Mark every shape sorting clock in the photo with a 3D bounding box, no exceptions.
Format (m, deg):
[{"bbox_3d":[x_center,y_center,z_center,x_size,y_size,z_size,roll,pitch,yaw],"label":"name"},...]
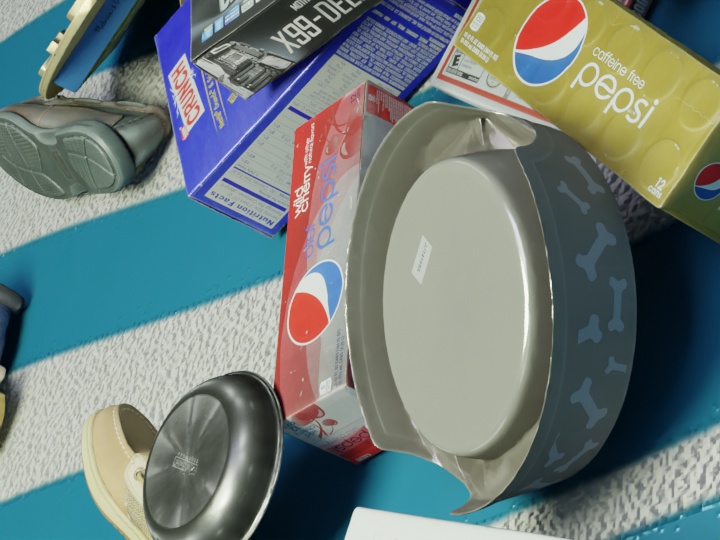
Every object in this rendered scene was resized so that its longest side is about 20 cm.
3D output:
[{"bbox_3d":[-0.168,-0.206,1.595,0.201,0.039,0.200,-55,6,9],"label":"shape sorting clock"}]

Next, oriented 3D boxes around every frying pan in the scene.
[{"bbox_3d":[-0.103,0.138,1.232,0.191,0.031,0.115,-56,36,13],"label":"frying pan"}]

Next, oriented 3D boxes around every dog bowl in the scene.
[{"bbox_3d":[0.063,0.017,1.096,0.200,0.058,0.202,1,91,62],"label":"dog bowl"}]

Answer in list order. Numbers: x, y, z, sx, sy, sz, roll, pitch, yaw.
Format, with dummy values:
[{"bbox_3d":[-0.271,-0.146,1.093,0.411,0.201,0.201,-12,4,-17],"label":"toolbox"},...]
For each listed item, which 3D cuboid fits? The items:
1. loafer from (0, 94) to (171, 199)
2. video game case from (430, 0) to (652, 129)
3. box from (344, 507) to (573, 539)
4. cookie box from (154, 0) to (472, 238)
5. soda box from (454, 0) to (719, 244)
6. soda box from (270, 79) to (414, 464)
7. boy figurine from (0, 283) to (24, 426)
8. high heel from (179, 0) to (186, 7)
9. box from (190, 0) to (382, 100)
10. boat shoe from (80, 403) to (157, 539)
[{"bbox_3d":[-0.203,-0.094,1.628,0.063,0.072,0.199,-37,26,-26],"label":"loafer"},{"bbox_3d":[0.123,-0.175,1.245,0.201,0.017,0.143,-63,32,2],"label":"video game case"},{"bbox_3d":[0.070,0.185,0.988,0.199,0.097,0.125,1,68,55],"label":"box"},{"bbox_3d":[-0.033,-0.150,1.396,0.200,0.075,0.172,-45,37,25],"label":"cookie box"},{"bbox_3d":[0.131,-0.089,1.110,0.068,0.064,0.200,-56,39,10],"label":"soda box"},{"bbox_3d":[0.000,0.000,1.253,0.070,0.063,0.201,-31,44,43],"label":"soda box"},{"bbox_3d":[-0.299,0.106,1.609,0.124,0.064,0.201,-18,50,45],"label":"boy figurine"},{"bbox_3d":[-0.088,-0.254,1.492,0.071,0.143,0.201,13,68,11],"label":"high heel"},{"bbox_3d":[-0.014,-0.214,1.303,0.199,0.050,0.159,-32,43,30],"label":"box"},{"bbox_3d":[-0.102,0.138,1.302,0.065,0.071,0.200,-48,45,14],"label":"boat shoe"}]
